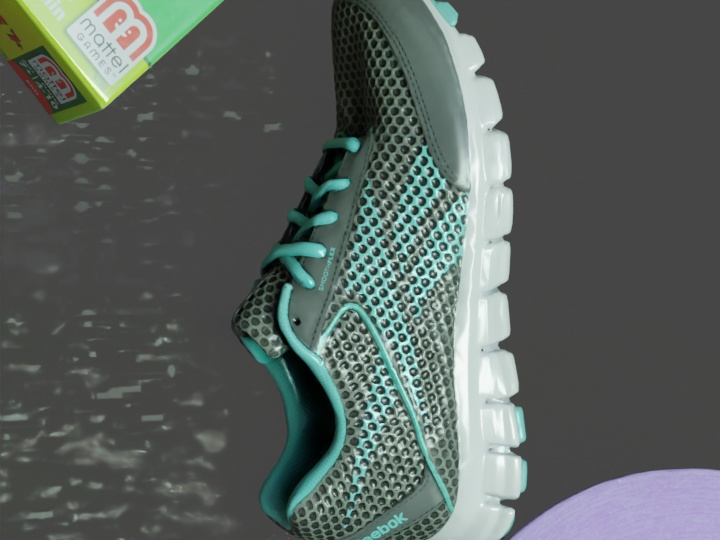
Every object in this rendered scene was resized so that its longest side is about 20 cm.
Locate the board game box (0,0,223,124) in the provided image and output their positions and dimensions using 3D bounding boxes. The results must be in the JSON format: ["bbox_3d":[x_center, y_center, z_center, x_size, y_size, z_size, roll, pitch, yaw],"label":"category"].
[{"bbox_3d":[-0.053,-0.152,0.603,0.200,0.048,0.102,-46,107,-22],"label":"board game box"}]

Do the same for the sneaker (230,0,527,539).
[{"bbox_3d":[0.000,0.000,0.612,0.091,0.077,0.202,-5,88,-24],"label":"sneaker"}]

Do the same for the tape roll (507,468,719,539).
[{"bbox_3d":[0.110,0.172,0.623,0.199,0.066,0.202,4,69,-9],"label":"tape roll"}]
